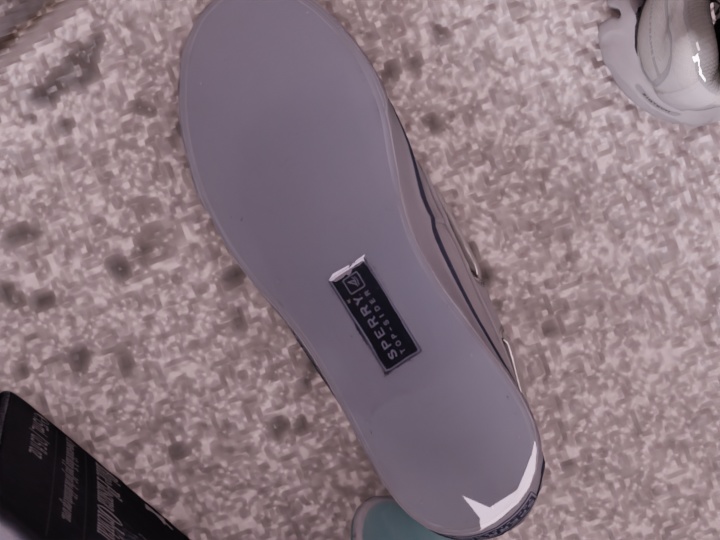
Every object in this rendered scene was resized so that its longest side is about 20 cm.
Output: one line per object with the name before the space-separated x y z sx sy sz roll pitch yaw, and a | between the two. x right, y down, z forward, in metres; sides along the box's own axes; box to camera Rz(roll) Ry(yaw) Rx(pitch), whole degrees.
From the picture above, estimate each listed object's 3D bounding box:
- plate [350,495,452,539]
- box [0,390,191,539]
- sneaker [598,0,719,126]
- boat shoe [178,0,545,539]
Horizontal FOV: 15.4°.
plate | 0.054 0.159 0.842 0.026 0.200 0.200 -37 99 12
box | -0.075 0.155 0.828 0.200 0.197 0.118 41 91 -9
sneaker | 0.153 -0.136 0.871 0.075 0.081 0.201 27 93 -6
boat shoe | 0.000 0.000 0.881 0.073 0.065 0.201 -24 78 6
